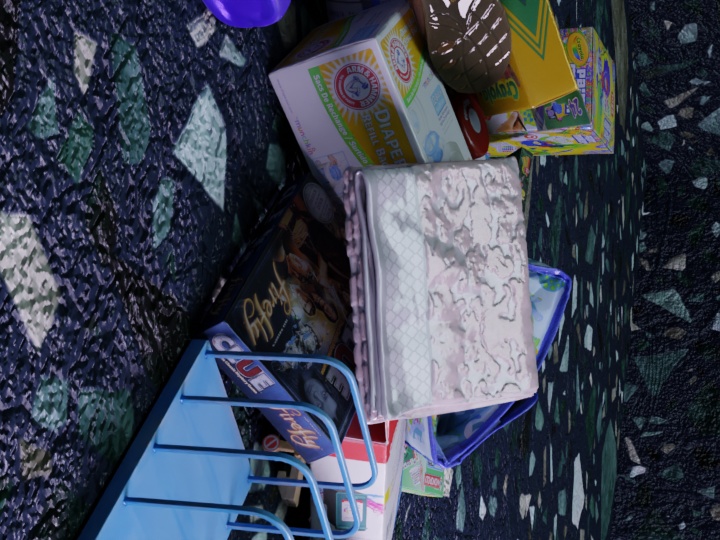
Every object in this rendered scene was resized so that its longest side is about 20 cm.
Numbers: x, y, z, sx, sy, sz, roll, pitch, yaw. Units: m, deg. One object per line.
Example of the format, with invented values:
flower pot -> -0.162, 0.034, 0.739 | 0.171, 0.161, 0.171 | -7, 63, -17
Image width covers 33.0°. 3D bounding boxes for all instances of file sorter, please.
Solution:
file sorter -> -0.077, 0.164, 0.799 | 0.200, 0.122, 0.139 | -65, 149, -49

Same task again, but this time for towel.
towel -> 0.069, 0.012, 0.962 | 0.190, 0.032, 0.201 | -6, 92, -42

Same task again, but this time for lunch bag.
lunch bag -> 0.090, 0.073, 1.112 | 0.201, 0.127, 0.170 | -65, -167, -3

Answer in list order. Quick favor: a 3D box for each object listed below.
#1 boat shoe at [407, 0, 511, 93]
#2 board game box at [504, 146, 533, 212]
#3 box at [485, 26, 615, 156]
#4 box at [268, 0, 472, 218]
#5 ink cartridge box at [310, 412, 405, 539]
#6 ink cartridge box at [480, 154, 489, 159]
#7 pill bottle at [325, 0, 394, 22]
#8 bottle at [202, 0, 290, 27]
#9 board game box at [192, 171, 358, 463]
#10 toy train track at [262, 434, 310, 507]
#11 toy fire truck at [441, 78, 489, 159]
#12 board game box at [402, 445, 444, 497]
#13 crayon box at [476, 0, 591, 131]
boat shoe -> 0.073, -0.232, 1.004 | 0.200, 0.072, 0.068 | 58, 13, -47
board game box -> 0.146, -0.038, 1.390 | 0.023, 0.105, 0.201 | 27, 57, -22
box -> 0.208, -0.214, 1.506 | 0.200, 0.191, 0.123 | 11, 81, -71
box -> 0.020, -0.111, 1.034 | 0.201, 0.101, 0.113 | 66, 27, -20
ink cartridge box -> 0.000, 0.150, 1.035 | 0.116, 0.067, 0.201 | -72, 166, -56
ink cartridge box -> 0.094, -0.040, 1.317 | 0.116, 0.066, 0.201 | 42, 51, -41
pill bottle -> 0.016, -0.318, 1.062 | 0.114, 0.113, 0.201 | -52, 139, -60
bottle -> -0.069, -0.276, 0.890 | 0.084, 0.065, 0.201 | 61, 35, -54
board game box -> -0.040, 0.031, 0.946 | 0.136, 0.034, 0.200 | 50, 36, -20
toy train track -> -0.050, 0.091, 0.997 | 0.115, 0.032, 0.201 | 82, 17, -63
toy fire truck -> 0.052, -0.193, 1.208 | 0.168, 0.112, 0.200 | 58, 32, -27
board game box -> 0.058, 0.175, 1.332 | 0.200, 0.029, 0.136 | 37, 57, -67
crayon box -> 0.131, -0.214, 1.098 | 0.126, 0.051, 0.201 | -167, -125, -76
